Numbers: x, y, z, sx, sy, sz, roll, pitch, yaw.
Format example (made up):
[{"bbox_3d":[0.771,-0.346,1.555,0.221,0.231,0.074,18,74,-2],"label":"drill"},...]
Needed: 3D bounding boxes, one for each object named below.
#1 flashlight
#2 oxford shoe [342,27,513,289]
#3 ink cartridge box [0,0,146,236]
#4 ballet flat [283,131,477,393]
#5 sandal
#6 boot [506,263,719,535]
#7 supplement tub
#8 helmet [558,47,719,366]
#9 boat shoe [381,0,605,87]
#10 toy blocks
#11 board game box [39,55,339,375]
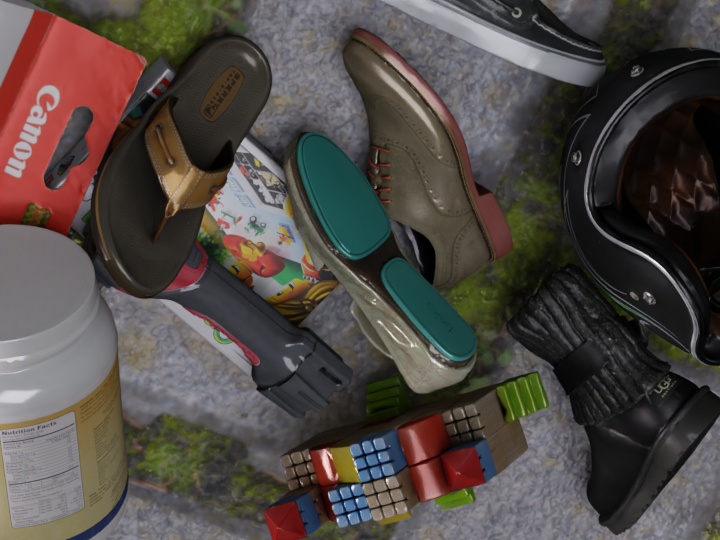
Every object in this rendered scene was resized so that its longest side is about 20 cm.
[{"bbox_3d":[-0.100,0.027,1.626,0.068,0.068,0.200,-47,117,4],"label":"flashlight"},{"bbox_3d":[0.033,-0.072,1.641,0.075,0.070,0.200,-36,114,-11],"label":"oxford shoe"},{"bbox_3d":[-0.263,-0.106,1.563,0.200,0.050,0.163,26,104,-5],"label":"ink cartridge box"},{"bbox_3d":[0.000,0.000,1.624,0.200,0.067,0.062,55,134,4],"label":"ballet flat"},{"bbox_3d":[-0.108,-0.074,1.560,0.082,0.055,0.200,44,61,-21],"label":"sandal"},{"bbox_3d":[0.169,0.091,1.728,0.158,0.211,0.079,40,61,11],"label":"boot"},{"bbox_3d":[-0.229,0.085,1.587,0.144,0.145,0.200,-8,128,-9],"label":"supplement tub"},{"bbox_3d":[0.228,-0.052,1.633,0.200,0.191,0.200,-29,154,-16],"label":"helmet"},{"bbox_3d":[0.084,-0.182,1.619,0.199,0.069,0.057,22,104,-17],"label":"boat shoe"},{"bbox_3d":[0.021,0.133,1.649,0.199,0.137,0.100,-17,93,22],"label":"toy blocks"},{"bbox_3d":[-0.106,-0.036,1.650,0.200,0.035,0.126,41,98,-23],"label":"board game box"}]
